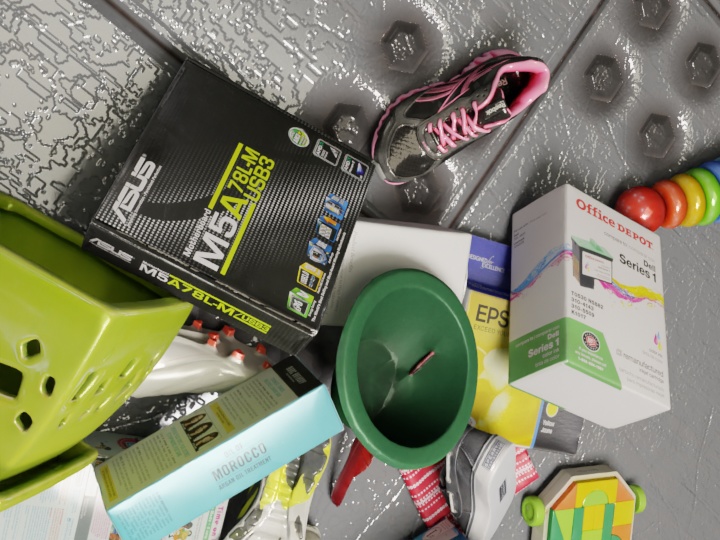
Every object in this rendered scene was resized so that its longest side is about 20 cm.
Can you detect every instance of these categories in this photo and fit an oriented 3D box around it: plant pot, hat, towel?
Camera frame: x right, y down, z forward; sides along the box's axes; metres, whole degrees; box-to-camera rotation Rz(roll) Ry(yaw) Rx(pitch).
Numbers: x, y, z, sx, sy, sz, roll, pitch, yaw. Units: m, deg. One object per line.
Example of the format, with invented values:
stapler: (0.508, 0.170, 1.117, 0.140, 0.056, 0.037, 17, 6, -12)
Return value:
plant pot: (-0.268, 0.058, 0.696, 0.199, 0.199, 0.183, 29, 94, 5)
hat: (-0.006, 0.107, 0.890, 0.165, 0.175, 0.202, 28, 67, -31)
towel: (0.103, 0.180, 1.002, 0.144, 0.022, 0.202, -30, 110, -15)

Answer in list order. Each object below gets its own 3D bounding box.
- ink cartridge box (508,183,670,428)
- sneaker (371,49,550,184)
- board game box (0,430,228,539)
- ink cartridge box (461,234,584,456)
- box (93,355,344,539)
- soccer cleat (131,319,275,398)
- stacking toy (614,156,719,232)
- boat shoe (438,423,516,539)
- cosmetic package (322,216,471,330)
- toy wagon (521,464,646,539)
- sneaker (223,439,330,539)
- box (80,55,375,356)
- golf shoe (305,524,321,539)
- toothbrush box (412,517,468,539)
ink cartridge box: (0.228, 0.035, 0.946, 0.144, 0.084, 0.202, 24, 55, -26)
sneaker: (0.100, -0.150, 0.904, 0.199, 0.095, 0.079, -37, 113, -12)
board game box: (-0.226, 0.225, 0.842, 0.198, 0.064, 0.149, 13, 95, -24)
ink cartridge box: (0.168, 0.081, 0.982, 0.196, 0.047, 0.202, 14, 90, -31)
box: (-0.119, 0.150, 0.793, 0.199, 0.082, 0.050, -29, 113, -14)
soccer cleat: (-0.166, 0.084, 0.847, 0.198, 0.069, 0.078, 19, 105, -23)
stacking toy: (0.373, -0.084, 1.048, 0.198, 0.085, 0.086, -12, 104, -17)
boat shoe: (0.112, 0.217, 0.948, 0.072, 0.067, 0.201, -50, 153, -25)
cosmetic package: (0.000, 0.000, 0.899, 0.198, 0.074, 0.103, 6, 97, -26)
toy wagon: (0.254, 0.325, 1.083, 0.153, 0.040, 0.203, 0, 99, -23)
sneaker: (-0.077, 0.229, 0.887, 0.074, 0.085, 0.202, 24, 83, 0)
box: (-0.100, -0.057, 0.781, 0.192, 0.048, 0.201, 30, 51, -13)
golf shoe: (-0.087, 0.342, 0.905, 0.078, 0.097, 0.202, 19, 92, -26)
toothbrush box: (0.045, 0.353, 0.926, 0.199, 0.146, 0.086, -30, 103, -10)
